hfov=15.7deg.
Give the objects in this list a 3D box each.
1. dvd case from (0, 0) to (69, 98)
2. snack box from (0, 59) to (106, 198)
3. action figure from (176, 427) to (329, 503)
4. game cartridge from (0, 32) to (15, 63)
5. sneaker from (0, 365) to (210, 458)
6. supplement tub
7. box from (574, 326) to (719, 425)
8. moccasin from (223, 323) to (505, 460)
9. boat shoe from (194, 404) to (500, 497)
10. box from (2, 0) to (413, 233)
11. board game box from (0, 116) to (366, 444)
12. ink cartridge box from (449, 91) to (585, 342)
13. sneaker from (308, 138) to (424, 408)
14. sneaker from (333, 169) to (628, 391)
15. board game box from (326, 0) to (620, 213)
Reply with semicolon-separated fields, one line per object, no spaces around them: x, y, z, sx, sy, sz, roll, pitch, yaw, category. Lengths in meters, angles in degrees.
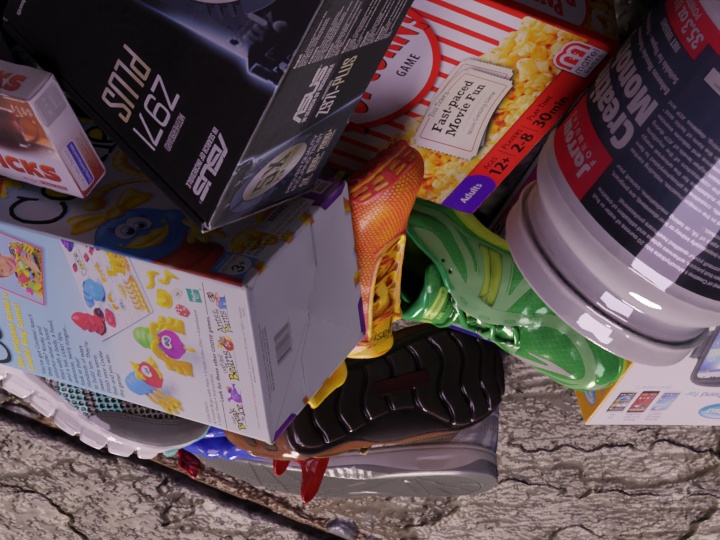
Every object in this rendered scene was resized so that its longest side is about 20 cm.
-0.149;-0.152;1.406;0.200;0.025;0.150;-3;140;11;dvd case
-0.223;-0.089;1.361;0.200;0.024;0.072;16;147;36;snack box
-0.117;0.100;1.641;0.200;0.052;0.065;17;165;35;action figure
-0.251;-0.120;1.416;0.133;0.041;0.200;17;147;28;game cartridge
-0.162;0.038;1.510;0.200;0.078;0.091;28;121;-23;sneaker
0.180;-0.062;1.348;0.140;0.140;0.200;26;121;-22;supplement tub
0.211;0.037;1.547;0.119;0.042;0.200;2;142;-24;box
0.006;0.077;1.570;0.078;0.201;0.074;-8;99;49;moccasin
-0.009;0.107;1.676;0.202;0.065;0.074;0;159;17;boat shoe
-0.065;-0.150;1.258;0.164;0.086;0.200;45;129;19;box
-0.112;-0.001;1.370;0.200;0.103;0.105;15;131;26;board game box
0.130;-0.020;1.517;0.095;0.037;0.200;18;137;-13;ink cartridge box
0.000;0.000;1.420;0.077;0.073;0.200;41;143;9;sneaker
0.060;0.013;1.483;0.200;0.084;0.074;35;137;4;sneaker
0.013;-0.118;1.386;0.200;0.046;0.152;18;136;-24;board game box
